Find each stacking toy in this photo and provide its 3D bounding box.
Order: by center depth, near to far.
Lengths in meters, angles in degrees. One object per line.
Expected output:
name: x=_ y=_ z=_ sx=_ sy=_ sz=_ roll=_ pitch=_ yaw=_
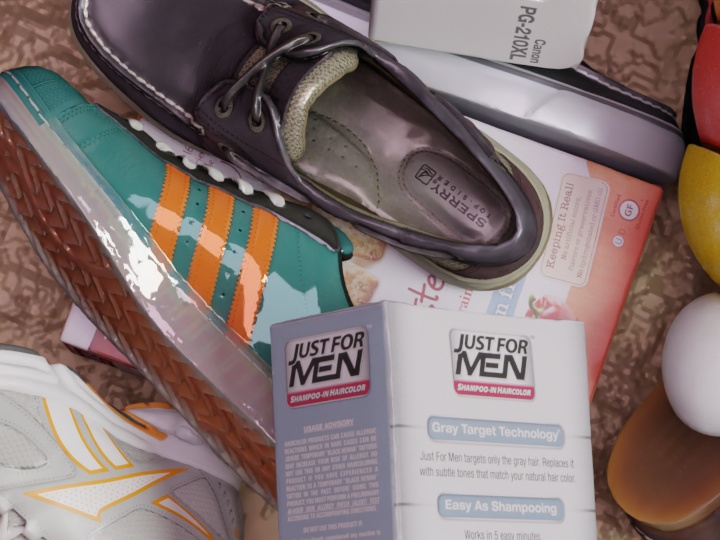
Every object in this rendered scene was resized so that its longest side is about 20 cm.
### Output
stacking toy: x=0.161 y=-0.035 z=0.961 sx=0.145 sy=0.146 sz=0.201 roll=23 pitch=97 yaw=1

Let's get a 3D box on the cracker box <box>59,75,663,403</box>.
cracker box: x=0.000 y=0.000 z=1.038 sx=0.199 sy=0.058 sz=0.135 roll=19 pitch=84 yaw=1

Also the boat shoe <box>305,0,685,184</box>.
boat shoe: x=0.037 y=-0.091 z=1.043 sx=0.199 sy=0.069 sz=0.057 roll=22 pitch=84 yaw=3

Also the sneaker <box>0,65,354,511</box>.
sneaker: x=-0.054 y=-0.004 z=0.976 sx=0.080 sy=0.071 sz=0.200 roll=-40 pitch=89 yaw=-24

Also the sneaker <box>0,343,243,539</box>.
sneaker: x=-0.108 y=0.089 z=0.959 sx=0.076 sy=0.199 sz=0.092 roll=-33 pitch=57 yaw=34

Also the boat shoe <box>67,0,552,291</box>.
boat shoe: x=-0.018 y=-0.061 z=0.982 sx=0.199 sy=0.065 sz=0.072 roll=34 pitch=84 yaw=4

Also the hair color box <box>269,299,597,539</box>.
hair color box: x=0.028 y=0.116 z=0.910 sx=0.099 sy=0.060 sz=0.201 roll=7 pitch=77 yaw=-44

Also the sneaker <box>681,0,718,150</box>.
sneaker: x=0.174 y=-0.094 z=1.044 sx=0.086 sy=0.074 sz=0.202 roll=4 pitch=84 yaw=-3

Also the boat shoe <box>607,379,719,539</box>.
boat shoe: x=0.179 y=0.031 z=1.028 sx=0.200 sy=0.070 sz=0.071 roll=-40 pitch=55 yaw=6

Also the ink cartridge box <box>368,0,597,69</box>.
ink cartridge box: x=0.056 y=-0.196 z=0.984 sx=0.084 sy=0.145 sz=0.201 roll=6 pitch=64 yaw=-1
